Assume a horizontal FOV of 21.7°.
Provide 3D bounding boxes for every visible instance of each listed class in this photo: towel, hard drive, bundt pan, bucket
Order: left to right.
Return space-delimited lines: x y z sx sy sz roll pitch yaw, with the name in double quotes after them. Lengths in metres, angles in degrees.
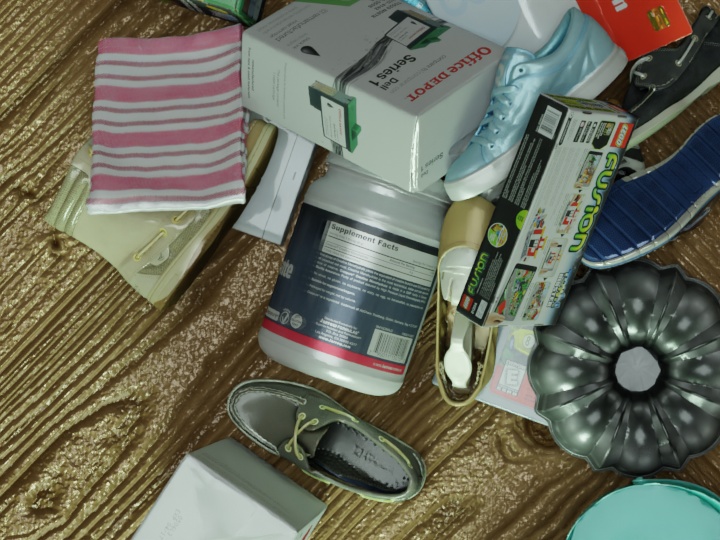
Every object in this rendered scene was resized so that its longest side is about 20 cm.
-0.174 -0.137 1.698 0.145 0.030 0.201 -6 55 5 "towel"
-0.145 -0.119 1.771 0.199 0.027 0.133 20 92 6 "hard drive"
0.247 0.088 1.672 0.201 0.076 0.203 0 89 6 "bundt pan"
0.265 0.283 1.673 0.206 0.135 0.209 0 91 6 "bucket"

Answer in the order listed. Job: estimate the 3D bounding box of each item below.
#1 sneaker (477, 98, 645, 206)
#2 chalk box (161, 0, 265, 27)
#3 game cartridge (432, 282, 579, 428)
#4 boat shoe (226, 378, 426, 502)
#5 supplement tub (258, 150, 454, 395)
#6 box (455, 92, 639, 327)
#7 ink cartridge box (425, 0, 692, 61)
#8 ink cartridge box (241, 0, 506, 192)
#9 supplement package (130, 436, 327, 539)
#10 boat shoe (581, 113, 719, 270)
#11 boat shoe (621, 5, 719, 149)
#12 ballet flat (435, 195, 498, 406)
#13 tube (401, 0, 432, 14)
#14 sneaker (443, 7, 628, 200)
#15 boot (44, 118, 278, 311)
0.177 -0.074 1.687 0.199 0.076 0.088 -32 96 -20 "sneaker"
-0.137 -0.301 1.722 0.199 0.125 0.125 16 92 5 "chalk box"
0.180 0.076 1.733 0.199 0.041 0.134 19 88 6 "game cartridge"
-0.033 0.156 1.741 0.201 0.060 0.072 25 92 5 "boat shoe"
0.000 0.000 1.698 0.140 0.140 0.201 19 92 6 "supplement tub"
0.159 -0.048 1.595 0.035 0.110 0.201 32 110 36 "box"
0.168 -0.234 1.655 0.199 0.047 0.161 -22 101 31 "ink cartridge box"
0.015 -0.168 1.657 0.199 0.146 0.085 28 135 28 "ink cartridge box"
-0.119 0.236 1.680 0.119 0.200 0.122 33 93 6 "supplement package"
0.277 -0.057 1.689 0.200 0.072 0.072 -34 66 -8 "boat shoe"
0.265 -0.164 1.682 0.200 0.072 0.068 -39 88 -24 "boat shoe"
0.097 0.032 1.649 0.068 0.063 0.201 7 122 15 "ballet flat"
0.090 -0.218 1.741 0.200 0.050 0.078 34 103 -1 "tube"
0.133 -0.147 1.615 0.200 0.074 0.082 -43 102 -11 "sneaker"
-0.183 -0.086 1.728 0.155 0.073 0.200 36 97 6 "boot"
